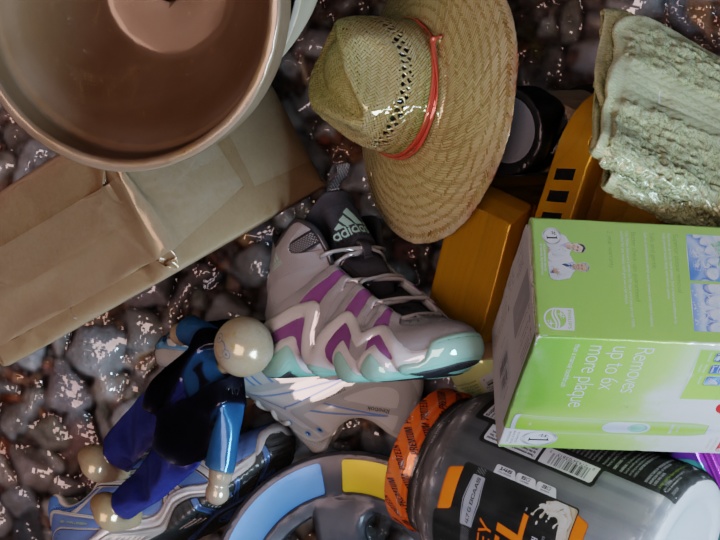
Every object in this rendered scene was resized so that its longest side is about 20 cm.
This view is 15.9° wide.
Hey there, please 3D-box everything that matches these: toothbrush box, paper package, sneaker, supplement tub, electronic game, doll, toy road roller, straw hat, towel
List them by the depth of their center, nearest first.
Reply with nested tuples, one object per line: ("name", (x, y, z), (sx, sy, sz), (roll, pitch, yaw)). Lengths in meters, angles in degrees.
("toothbrush box", (0.188, 0.043, 1.566), (0.198, 0.146, 0.087), (2, 60, -8))
("towel", (0.227, -0.076, 1.604), (0.199, 0.149, 0.036), (26, 136, -20))
("sneaker", (0.000, 0.000, 1.656), (0.199, 0.077, 0.141), (-1, 91, 48))
("toy road roller", (0.144, -0.023, 1.657), (0.146, 0.122, 0.201), (29, 112, 35))
("straw hat", (0.013, -0.120, 1.658), (0.085, 0.201, 0.202), (9, 109, -30))
("supplement tub", (0.122, 0.154, 1.662), (0.199, 0.122, 0.124), (20, 107, 30))
("paper package", (-0.154, -0.039, 1.707), (0.190, 0.200, 0.104), (-28, 94, 36))
("doll", (-0.116, 0.099, 1.729), (0.200, 0.048, 0.137), (-47, 49, 36))
("electronic game", (-0.009, 0.224, 1.760), (0.198, 0.042, 0.202), (-2, 81, 13))
("sneaker", (-0.050, 0.082, 1.786), (0.198, 0.075, 0.087), (6, 102, 16))
("sneaker", (-0.139, 0.155, 1.828), (0.199, 0.076, 0.077), (-29, 69, 8))

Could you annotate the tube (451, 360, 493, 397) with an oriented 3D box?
("tube", (0.126, 0.141, 1.764), (0.201, 0.052, 0.058), (61, 151, -6))

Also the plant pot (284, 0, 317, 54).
("plant pot", (-0.094, -0.207, 1.672), (0.186, 0.200, 0.189), (4, 103, 17))

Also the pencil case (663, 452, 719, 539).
("pencil case", (0.234, 0.118, 1.700), (0.085, 0.092, 0.201), (-25, 94, 20))

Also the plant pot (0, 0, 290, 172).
("plant pot", (-0.129, -0.165, 1.536), (0.199, 0.093, 0.203), (3, 102, 15))
